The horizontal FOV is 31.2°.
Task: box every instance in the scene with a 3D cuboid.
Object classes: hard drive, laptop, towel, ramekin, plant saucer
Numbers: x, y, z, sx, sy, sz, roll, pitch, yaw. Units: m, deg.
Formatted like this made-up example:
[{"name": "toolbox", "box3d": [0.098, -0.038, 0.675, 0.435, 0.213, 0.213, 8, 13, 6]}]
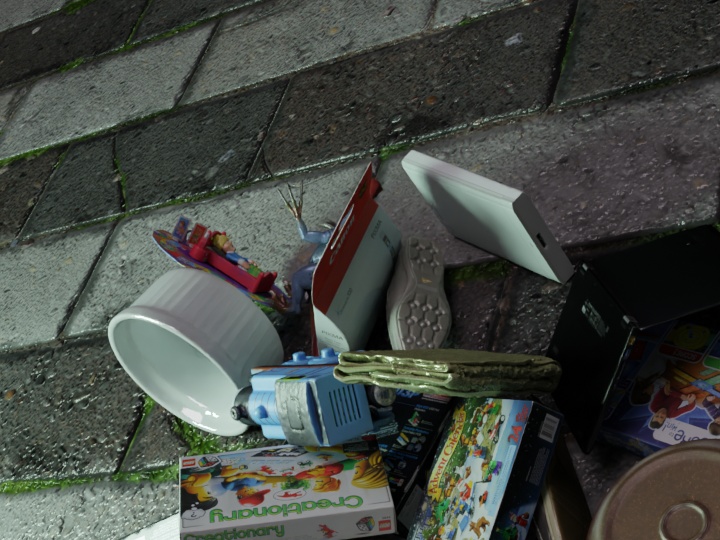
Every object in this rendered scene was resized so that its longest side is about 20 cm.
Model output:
[{"name": "hard drive", "box3d": [0.140, -0.062, 1.436, 0.026, 0.132, 0.200, -47, 36, -12]}, {"name": "laptop", "box3d": [0.272, 0.058, 1.218, 0.187, 0.115, 0.201, -104, 31, -71]}, {"name": "towel", "box3d": [0.084, 0.096, 1.212, 0.148, 0.200, 0.037, 3, 91, 40]}, {"name": "ramekin", "box3d": [-0.185, 0.091, 1.504, 0.200, 0.201, 0.098, 3, 44, 43]}, {"name": "plant saucer", "box3d": [0.268, 0.213, 1.045, 0.200, 0.037, 0.201, -22, 41, 20]}]

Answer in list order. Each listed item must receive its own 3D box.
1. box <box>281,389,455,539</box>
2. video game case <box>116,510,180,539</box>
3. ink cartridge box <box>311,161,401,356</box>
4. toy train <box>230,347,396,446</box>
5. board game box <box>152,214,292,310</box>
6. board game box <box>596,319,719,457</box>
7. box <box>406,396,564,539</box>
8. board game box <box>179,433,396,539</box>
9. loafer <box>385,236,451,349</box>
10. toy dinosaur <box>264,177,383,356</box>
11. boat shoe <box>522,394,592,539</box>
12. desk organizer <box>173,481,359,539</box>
[{"name": "box", "box3d": [0.011, 0.184, 1.353, 0.199, 0.046, 0.159, 6, 55, 45]}, {"name": "video game case", "box3d": [-0.188, 0.339, 1.289, 0.200, 0.025, 0.182, -28, 58, 31]}, {"name": "ink cartridge box", "box3d": [0.000, 0.000, 1.440, 0.047, 0.200, 0.161, 20, 60, 12]}, {"name": "toy train", "box3d": [-0.052, 0.129, 1.306, 0.114, 0.087, 0.200, -14, 5, -38]}, {"name": "board game box", "box3d": [-0.158, -0.014, 1.585, 0.039, 0.199, 0.158, -61, 31, 9]}, {"name": "board game box", "box3d": [0.309, 0.117, 1.174, 0.200, 0.034, 0.136, 17, 62, 50]}, {"name": "box", "box3d": [0.102, 0.215, 1.163, 0.136, 0.038, 0.201, -7, 60, 63]}, {"name": "board game box", "box3d": [-0.073, 0.214, 1.229, 0.199, 0.035, 0.126, -7, 25, -5]}, {"name": "loafer", "box3d": [0.062, 0.046, 1.449, 0.200, 0.070, 0.070, -81, 11, -49]}, {"name": "toy dinosaur", "box3d": [-0.024, -0.017, 1.529, 0.181, 0.105, 0.200, -38, 77, 25]}, {"name": "boat shoe", "box3d": [0.163, 0.202, 1.187, 0.066, 0.072, 0.201, -35, 34, 21]}, {"name": "desk organizer", "box3d": [-0.095, 0.254, 1.322, 0.199, 0.077, 0.072, 5, 24, 44]}]
